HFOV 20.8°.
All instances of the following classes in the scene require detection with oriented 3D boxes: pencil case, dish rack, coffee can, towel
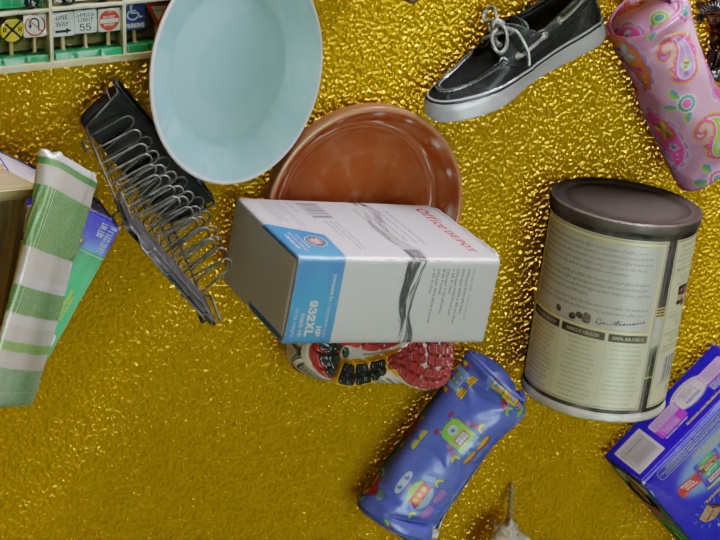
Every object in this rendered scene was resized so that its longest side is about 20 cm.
[{"bbox_3d":[0.306,-0.172,1.885,0.087,0.087,0.200,-37,121,-9],"label":"pencil case"},{"bbox_3d":[0.083,0.177,1.916,0.087,0.078,0.200,37,95,7],"label":"pencil case"},{"bbox_3d":[-0.163,-0.051,1.631,0.054,0.200,0.153,-35,130,6],"label":"dish rack"},{"bbox_3d":[0.240,0.027,1.898,0.146,0.146,0.201,-2,111,-26],"label":"coffee can"},{"bbox_3d":[-0.256,0.009,1.548,0.023,0.153,0.201,15,87,4],"label":"towel"}]

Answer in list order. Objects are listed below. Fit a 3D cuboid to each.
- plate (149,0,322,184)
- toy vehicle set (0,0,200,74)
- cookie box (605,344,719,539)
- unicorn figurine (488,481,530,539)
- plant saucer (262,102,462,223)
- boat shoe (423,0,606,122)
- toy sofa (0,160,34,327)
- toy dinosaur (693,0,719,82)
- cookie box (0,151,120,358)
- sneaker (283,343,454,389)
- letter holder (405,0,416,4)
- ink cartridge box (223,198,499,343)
[{"bbox_3d":[-0.111,-0.174,1.685,0.200,0.026,0.201,-16,114,-42],"label":"plate"},{"bbox_3d":[-0.230,-0.233,1.626,0.199,0.027,0.125,-9,114,-23],"label":"toy vehicle set"},{"bbox_3d":[0.383,0.208,2.078,0.171,0.075,0.200,-45,122,-4],"label":"cookie box"},{"bbox_3d":[0.143,0.343,2.019,0.137,0.074,0.200,42,95,-22],"label":"unicorn figurine"},{"bbox_3d":[0.000,-0.058,1.811,0.200,0.032,0.201,-10,114,-22],"label":"plant saucer"},{"bbox_3d":[0.138,-0.205,1.794,0.199,0.074,0.068,-28,125,-15],"label":"boat shoe"},{"bbox_3d":[-0.328,0.010,1.566,0.083,0.097,0.201,-8,116,-50],"label":"toy sofa"},{"bbox_3d":[0.369,-0.279,1.886,0.136,0.102,0.201,-2,99,-52],"label":"toy dinosaur"},{"bbox_3d":[-0.330,-0.015,1.637,0.200,0.075,0.172,26,98,-32],"label":"cookie box"},{"bbox_3d":[0.013,0.070,1.853,0.200,0.082,0.078,6,88,-43],"label":"sneaker"},{"bbox_3d":[0.033,-0.355,1.667,0.142,0.101,0.200,33,93,-31],"label":"letter holder"},{"bbox_3d":[0.000,0.000,1.731,0.199,0.145,0.084,1,111,-27],"label":"ink cartridge box"}]
